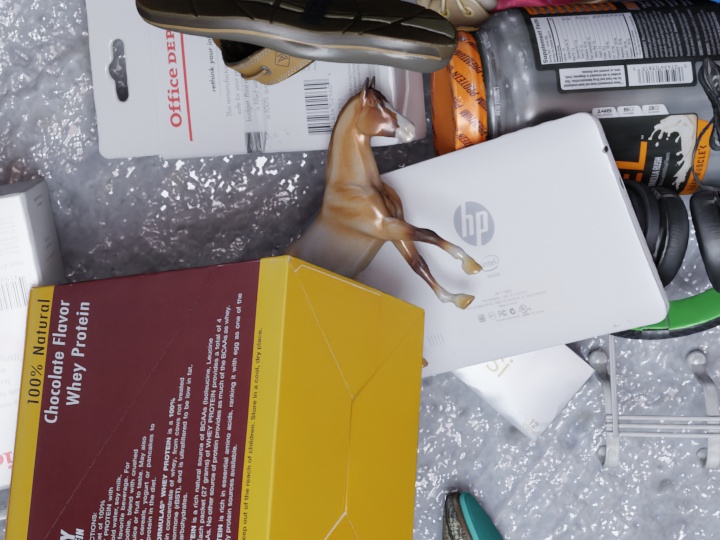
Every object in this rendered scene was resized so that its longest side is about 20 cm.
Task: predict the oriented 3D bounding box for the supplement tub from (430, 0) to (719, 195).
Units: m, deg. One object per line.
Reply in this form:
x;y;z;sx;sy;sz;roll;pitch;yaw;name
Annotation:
0.147;-0.104;1.267;0.198;0.123;0.124;-4;97;-6;supplement tub

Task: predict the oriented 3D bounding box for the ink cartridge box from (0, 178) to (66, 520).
-0.245;0.055;1.281;0.128;0.125;0.201;-10;97;-2;ink cartridge box

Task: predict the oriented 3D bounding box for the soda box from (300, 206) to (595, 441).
0.055;0.019;1.322;0.200;0.068;0.064;40;94;-7;soda box

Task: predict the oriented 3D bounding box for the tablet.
0.078;-0.010;1.222;0.199;0.014;0.131;-16;101;36;tablet

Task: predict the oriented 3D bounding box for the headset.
0.193;-0.033;1.225;0.123;0.200;0.095;-1;58;-8;headset

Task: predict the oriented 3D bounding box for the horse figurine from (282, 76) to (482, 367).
0.000;0.000;1.236;0.133;0.050;0.200;44;132;15;horse figurine

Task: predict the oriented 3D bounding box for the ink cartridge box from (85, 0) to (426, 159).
-0.065;-0.132;1.281;0.199;0.068;0.117;-2;97;18;ink cartridge box

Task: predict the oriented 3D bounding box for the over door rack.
0.226;0.030;1.342;0.147;0.067;0.202;1;83;-4;over door rack

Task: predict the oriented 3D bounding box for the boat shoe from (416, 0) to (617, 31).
0.075;-0.188;1.298;0.198;0.069;0.074;-6;97;-2;boat shoe

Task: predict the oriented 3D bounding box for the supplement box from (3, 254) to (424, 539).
-0.085;0.110;1.176;0.199;0.132;0.199;-7;72;36;supplement box

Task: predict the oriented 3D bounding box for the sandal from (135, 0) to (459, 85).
-0.040;-0.137;1.208;0.199;0.082;0.055;11;122;9;sandal

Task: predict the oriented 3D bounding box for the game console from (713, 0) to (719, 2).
0.237;-0.242;1.271;0.199;0.171;0.119;15;114;-4;game console

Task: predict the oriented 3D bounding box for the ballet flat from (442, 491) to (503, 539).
0.101;0.241;1.358;0.075;0.068;0.200;-38;100;18;ballet flat
